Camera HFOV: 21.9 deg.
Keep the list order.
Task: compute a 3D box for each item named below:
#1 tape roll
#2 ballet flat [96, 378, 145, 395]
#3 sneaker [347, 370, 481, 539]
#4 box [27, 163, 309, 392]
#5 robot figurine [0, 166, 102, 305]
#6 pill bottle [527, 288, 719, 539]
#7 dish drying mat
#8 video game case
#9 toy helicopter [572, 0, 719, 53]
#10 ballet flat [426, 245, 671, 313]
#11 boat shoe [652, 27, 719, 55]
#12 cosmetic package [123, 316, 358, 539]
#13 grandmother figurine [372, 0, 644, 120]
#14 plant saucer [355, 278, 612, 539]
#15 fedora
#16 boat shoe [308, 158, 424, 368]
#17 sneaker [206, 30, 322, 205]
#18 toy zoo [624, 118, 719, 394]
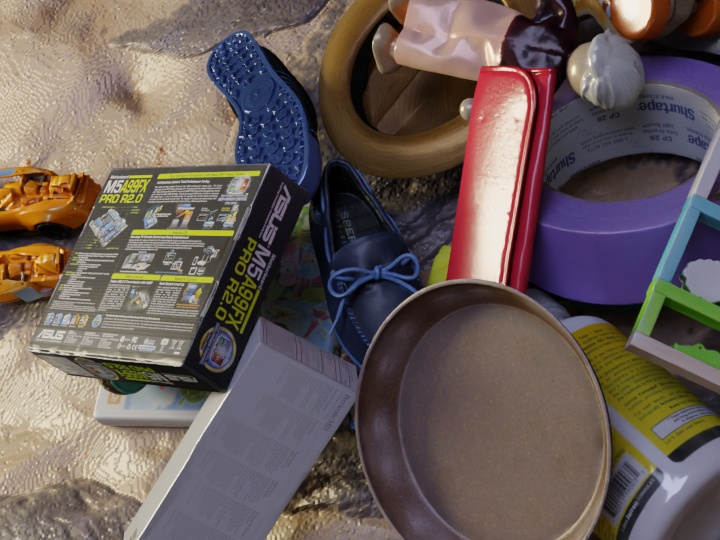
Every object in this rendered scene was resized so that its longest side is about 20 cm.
[{"bbox_3d":[0.188,-0.066,1.291,0.199,0.066,0.201,-10,38,8],"label":"tape roll"},{"bbox_3d":[-0.141,0.005,1.433,0.200,0.071,0.065,-46,41,-6],"label":"ballet flat"},{"bbox_3d":[0.061,0.142,1.301,0.085,0.077,0.200,-33,63,-5],"label":"sneaker"},{"bbox_3d":[-0.142,0.002,1.350,0.199,0.044,0.161,1,62,48],"label":"box"},{"bbox_3d":[-0.316,-0.027,1.557,0.199,0.058,0.146,-5,63,22],"label":"robot figurine"},{"bbox_3d":[0.161,0.103,1.239,0.112,0.112,0.200,-46,56,-1],"label":"pill bottle"},{"bbox_3d":[0.089,-0.037,1.240,0.077,0.018,0.201,9,91,54],"label":"dish drying mat"},{"bbox_3d":[-0.104,0.034,1.451,0.199,0.022,0.183,-1,66,24],"label":"video game case"},{"bbox_3d":[0.176,-0.218,1.372,0.200,0.079,0.133,-18,81,56],"label":"toy helicopter"},{"bbox_3d":[0.140,-0.004,1.330,0.199,0.067,0.067,-6,61,25],"label":"ballet flat"},{"bbox_3d":[0.267,-0.192,1.367,0.200,0.056,0.069,34,127,45],"label":"boat shoe"},{"bbox_3d":[-0.086,0.137,1.311,0.200,0.082,0.051,-57,14,18],"label":"cosmetic package"},{"bbox_3d":[0.111,-0.160,1.327,0.199,0.060,0.122,19,95,28],"label":"grandmother figurine"},{"bbox_3d":[0.084,0.104,1.201,0.200,0.034,0.201,6,99,39],"label":"plant saucer"},{"bbox_3d":[0.066,-0.147,1.423,0.200,0.082,0.202,-11,62,20],"label":"fedora"},{"bbox_3d":[0.000,0.000,1.346,0.084,0.069,0.200,-20,49,-15],"label":"boat shoe"},{"bbox_3d":[-0.059,-0.108,1.444,0.070,0.078,0.200,-37,43,14],"label":"sneaker"},{"bbox_3d":[0.265,-0.013,1.183,0.131,0.020,0.201,25,76,1],"label":"toy zoo"}]
